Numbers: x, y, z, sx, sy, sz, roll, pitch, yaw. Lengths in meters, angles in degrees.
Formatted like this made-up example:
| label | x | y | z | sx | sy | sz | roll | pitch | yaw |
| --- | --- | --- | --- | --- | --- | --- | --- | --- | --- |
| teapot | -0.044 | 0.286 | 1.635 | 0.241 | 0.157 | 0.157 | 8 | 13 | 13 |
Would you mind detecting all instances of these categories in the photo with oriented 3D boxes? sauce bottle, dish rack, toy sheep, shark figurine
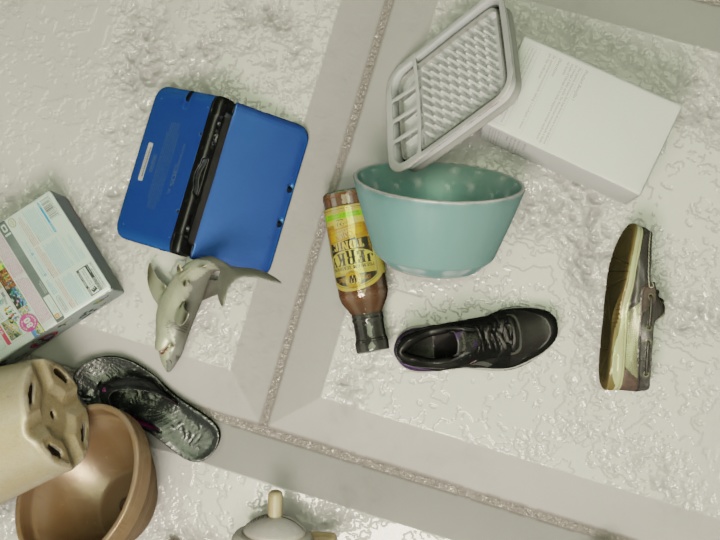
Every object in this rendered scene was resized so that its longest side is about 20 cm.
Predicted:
| label | x | y | z | sx | sy | sz | roll | pitch | yaw |
| --- | --- | --- | --- | --- | --- | --- | --- | --- | --- |
| sauce bottle | 0.000 | 0.000 | 1.427 | 0.065 | 0.065 | 0.200 | -12 | 86 | 3 |
| dish rack | 0.112 | -0.211 | 1.372 | 0.200 | 0.044 | 0.172 | -34 | 42 | 38 |
| toy sheep | -0.098 | 0.357 | 1.386 | 0.138 | 0.138 | 0.200 | 3 | 91 | 4 |
| shark figurine | -0.184 | 0.020 | 1.420 | 0.214 | 0.089 | 0.128 | -41 | 60 | 43 |

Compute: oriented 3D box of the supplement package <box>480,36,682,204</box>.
| label | x | y | z | sx | sy | sz | roll | pitch | yaw |
| --- | --- | --- | --- | --- | --- | --- | --- | --- | --- |
| supplement package | 0.257 | -0.174 | 1.392 | 0.200 | 0.117 | 0.117 | 26 | 88 | 5 |

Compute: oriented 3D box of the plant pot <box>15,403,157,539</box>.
| label | x | y | z | sx | sy | sz | roll | pitch | yaw |
| --- | --- | --- | --- | --- | --- | --- | --- | --- | --- |
| plant pot | -0.309 | 0.267 | 1.402 | 0.201 | 0.093 | 0.201 | -18 | 56 | 29 |

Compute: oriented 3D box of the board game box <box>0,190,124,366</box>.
| label | x | y | z | sx | sy | sz | roll | pitch | yaw |
| --- | --- | --- | --- | --- | --- | --- | --- | --- | --- |
| board game box | -0.420 | 0.018 | 1.455 | 0.200 | 0.064 | 0.148 | -32 | 85 | 1 |

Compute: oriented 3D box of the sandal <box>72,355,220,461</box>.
| label | x | y | z | sx | sy | sz | roll | pitch | yaw |
| --- | --- | --- | --- | --- | --- | --- | --- | --- | --- |
| sandal | -0.263 | 0.166 | 1.444 | 0.200 | 0.048 | 0.075 | 28 | 89 | 4 |

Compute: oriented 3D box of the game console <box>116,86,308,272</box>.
| label | x | y | z | sx | sy | sz | roll | pitch | yaw |
| --- | --- | --- | --- | --- | --- | --- | --- | --- | --- |
| game console | -0.186 | -0.110 | 1.468 | 0.171 | 0.118 | 0.200 | 16 | 88 | 36 |

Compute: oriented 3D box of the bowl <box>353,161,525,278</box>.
| label | x | y | z | sx | sy | sz | roll | pitch | yaw |
| --- | --- | --- | --- | --- | --- | --- | --- | --- | --- |
| bowl | 0.089 | -0.057 | 1.376 | 0.201 | 0.201 | 0.105 | 4 | 108 | 4 |

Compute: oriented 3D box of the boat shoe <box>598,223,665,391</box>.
| label | x | y | z | sx | sy | sz | roll | pitch | yaw |
| --- | --- | --- | --- | --- | --- | --- | --- | --- | --- |
| boat shoe | 0.330 | 0.047 | 1.405 | 0.066 | 0.072 | 0.201 | 9 | 88 | -6 |

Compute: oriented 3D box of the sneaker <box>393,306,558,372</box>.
| label | x | y | z | sx | sy | sz | roll | pitch | yaw |
| --- | --- | --- | --- | --- | --- | --- | --- | --- | --- |
| sneaker | 0.140 | 0.089 | 1.402 | 0.200 | 0.088 | 0.076 | -11 | 86 | 3 |

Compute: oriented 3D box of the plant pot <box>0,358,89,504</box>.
| label | x | y | z | sx | sy | sz | roll | pitch | yaw |
| --- | --- | --- | --- | --- | --- | --- | --- | --- | --- |
| plant pot | -0.425 | 0.191 | 1.361 | 0.183 | 0.200 | 0.201 | -19 | 86 | 15 |
